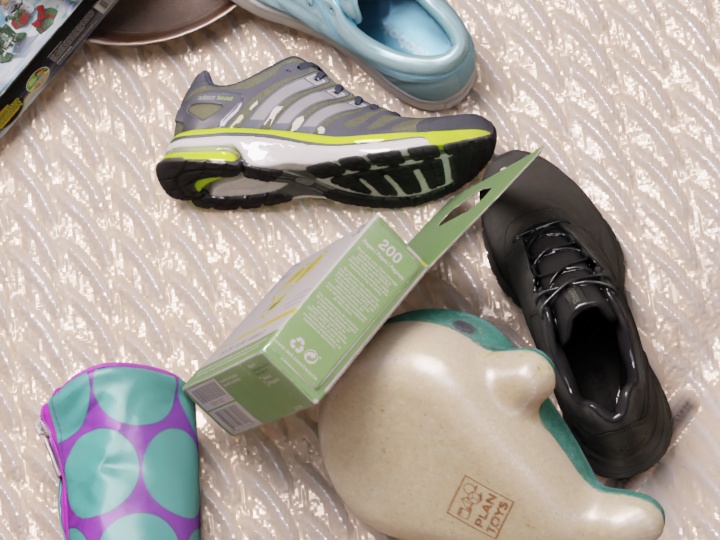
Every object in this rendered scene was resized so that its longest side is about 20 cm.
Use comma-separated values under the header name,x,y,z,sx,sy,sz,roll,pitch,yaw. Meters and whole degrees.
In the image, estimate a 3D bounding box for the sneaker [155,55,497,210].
name,x,y,z,sx,sy,sz,roll,pitch,yaw
sneaker,-0.019,-0.086,1.676,0.198,0.074,0.082,1,66,7

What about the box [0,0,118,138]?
name,x,y,z,sx,sy,sz,roll,pitch,yaw
box,-0.250,-0.144,1.728,0.137,0.040,0.200,42,93,21

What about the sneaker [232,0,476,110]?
name,x,y,z,sx,sy,sz,roll,pitch,yaw
sneaker,-0.014,-0.172,1.681,0.199,0.082,0.074,30,75,4

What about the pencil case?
name,x,y,z,sx,sy,sz,roll,pitch,yaw
pencil case,-0.132,0.158,1.591,0.092,0.085,0.201,0,67,-11

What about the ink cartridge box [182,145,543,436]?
name,x,y,z,sx,sy,sz,roll,pitch,yaw
ink cartridge box,0.000,0.000,1.581,0.048,0.145,0.200,44,68,-8

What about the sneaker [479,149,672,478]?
name,x,y,z,sx,sy,sz,roll,pitch,yaw
sneaker,0.120,0.013,1.605,0.076,0.091,0.201,-25,66,1

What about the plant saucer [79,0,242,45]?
name,x,y,z,sx,sy,sz,roll,pitch,yaw
plant saucer,-0.132,-0.224,1.767,0.199,0.032,0.202,-3,70,7

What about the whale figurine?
name,x,y,z,sx,sy,sz,roll,pitch,yaw
whale figurine,0.076,0.100,1.571,0.199,0.160,0.104,30,34,12
